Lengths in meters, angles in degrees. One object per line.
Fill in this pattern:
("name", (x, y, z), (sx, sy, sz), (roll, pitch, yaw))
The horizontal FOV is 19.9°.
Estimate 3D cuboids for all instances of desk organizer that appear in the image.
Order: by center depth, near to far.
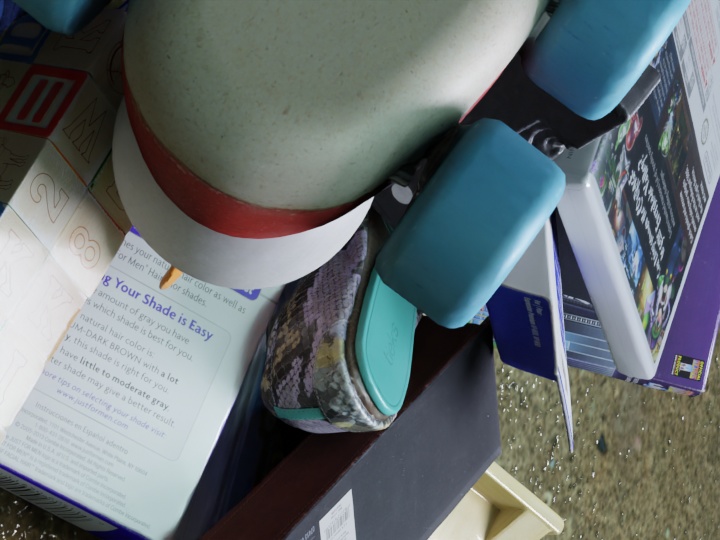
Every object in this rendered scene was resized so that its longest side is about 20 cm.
("desk organizer", (-0.018, 0.090, 0.874), (0.200, 0.076, 0.072), (-42, 134, -50))

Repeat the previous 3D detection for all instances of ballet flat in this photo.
("ballet flat", (0.000, 0.000, 0.883), (0.201, 0.071, 0.073), (-65, 147, -53))

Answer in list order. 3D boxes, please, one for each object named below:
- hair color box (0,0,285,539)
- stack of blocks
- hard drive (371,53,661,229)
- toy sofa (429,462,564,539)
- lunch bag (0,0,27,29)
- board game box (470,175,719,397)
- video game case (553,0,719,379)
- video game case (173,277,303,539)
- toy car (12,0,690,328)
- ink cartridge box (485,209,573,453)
("hair color box", (-0.093, 0.001, 0.840), (0.109, 0.065, 0.201), (30, 73, -18))
("stack of blocks", (-0.159, -0.004, 0.737), (0.201, 0.114, 0.059), (-62, 142, -24))
("hard drive", (0.006, -0.118, 0.795), (0.200, 0.139, 0.038), (50, 47, -10))
("toy sofa", (0.018, 0.195, 1.096), (0.083, 0.097, 0.201), (39, 64, -27))
("lunch bag", (-0.145, -0.188, 0.693), (0.132, 0.135, 0.202), (-41, 129, -44))
("board game box", (0.123, -0.049, 1.097), (0.057, 0.164, 0.202), (55, 48, -82))
("video game case", (0.139, -0.071, 0.955), (0.200, 0.023, 0.183), (60, 46, -59))
("video game case", (-0.019, 0.070, 0.971), (0.182, 0.022, 0.202), (34, 69, -60))
("toy car", (-0.022, -0.065, 0.701), (0.177, 0.184, 0.200), (-54, -179, -28))
("ink cartridge box", (0.070, -0.029, 0.900), (0.095, 0.037, 0.202), (69, 15, -64))
